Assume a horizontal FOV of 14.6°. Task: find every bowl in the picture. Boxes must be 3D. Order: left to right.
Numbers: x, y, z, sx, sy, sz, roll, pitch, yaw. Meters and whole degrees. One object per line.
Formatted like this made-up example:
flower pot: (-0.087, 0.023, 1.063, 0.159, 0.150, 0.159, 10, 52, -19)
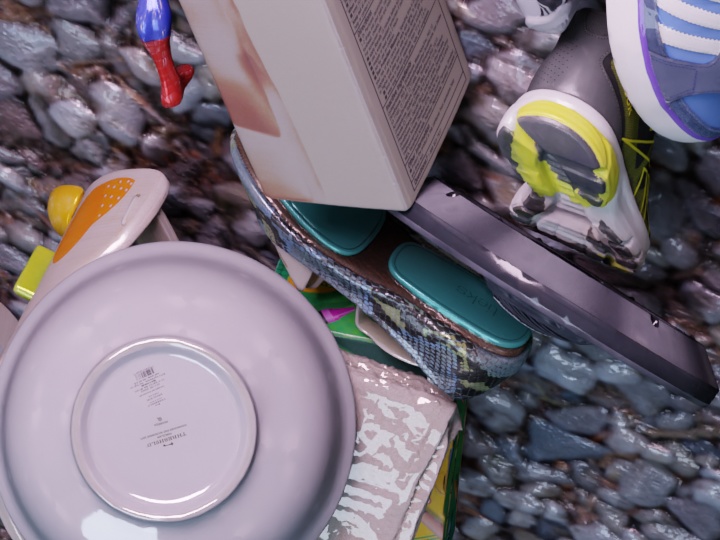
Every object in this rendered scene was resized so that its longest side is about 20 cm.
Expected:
bowl: (-0.101, 0.083, 1.482, 0.201, 0.201, 0.090, 28, 178, 0)

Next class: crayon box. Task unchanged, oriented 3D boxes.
crayon box: (-0.001, 0.092, 1.635, 0.119, 0.058, 0.200, 11, 133, 8)

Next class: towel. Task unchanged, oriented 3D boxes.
towel: (-0.053, 0.094, 1.561, 0.200, 0.034, 0.133, 21, 106, -1)

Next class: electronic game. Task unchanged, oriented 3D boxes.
electronic game: (0.096, 0.011, 1.441, 0.200, 0.042, 0.200, 32, -176, -2)

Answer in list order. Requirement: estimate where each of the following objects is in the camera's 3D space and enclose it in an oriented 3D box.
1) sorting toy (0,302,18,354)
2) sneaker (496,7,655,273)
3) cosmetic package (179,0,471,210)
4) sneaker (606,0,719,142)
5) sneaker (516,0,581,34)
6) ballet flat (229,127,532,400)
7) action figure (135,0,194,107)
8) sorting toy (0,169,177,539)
sorting toy: (-0.293, 0.063, 1.742, 0.107, 0.200, 0.180, 47, -171, 36)
sneaker: (0.121, -0.061, 1.387, 0.074, 0.085, 0.200, 25, 167, 13)
cosmetic package: (-0.024, -0.134, 1.361, 0.087, 0.103, 0.200, 6, 139, 26)
sneaker: (0.188, -0.129, 1.243, 0.146, 0.081, 0.200, 10, 137, 30)
sneaker: (0.051, -0.198, 1.255, 0.115, 0.075, 0.200, 14, 138, 19)
ballet flat: (0.000, 0.000, 1.519, 0.200, 0.074, 0.074, 40, 146, 7)
action figure: (-0.101, -0.174, 1.408, 0.065, 0.052, 0.200, 3, 134, 23)
sorting toy: (-0.161, 0.064, 1.615, 0.107, 0.180, 0.200, 14, 147, 31)
